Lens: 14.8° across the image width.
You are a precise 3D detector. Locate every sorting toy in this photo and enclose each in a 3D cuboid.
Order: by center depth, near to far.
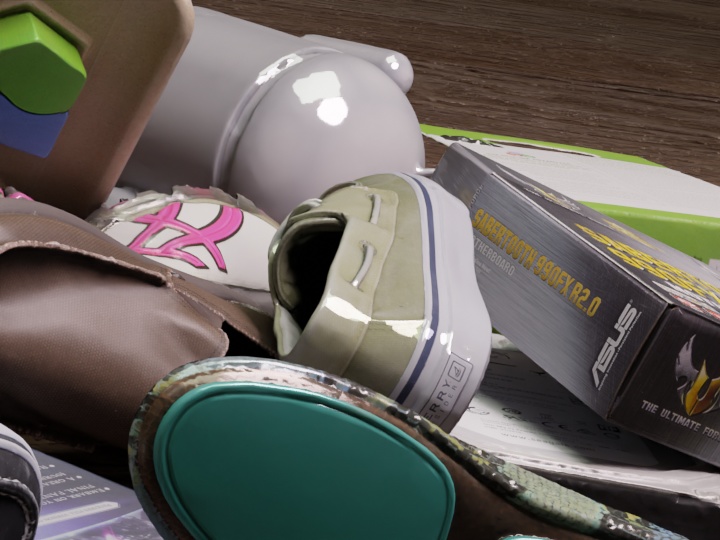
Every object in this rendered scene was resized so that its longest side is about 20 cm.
[{"bbox_3d":[-0.180,-0.047,1.015,0.199,0.185,0.037,8,44,-28],"label":"sorting toy"}]

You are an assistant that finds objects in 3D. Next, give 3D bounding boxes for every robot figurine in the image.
[{"bbox_3d":[-0.051,-0.056,1.299,0.200,0.113,0.170,20,53,39],"label":"robot figurine"}]

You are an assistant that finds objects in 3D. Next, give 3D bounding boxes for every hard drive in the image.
[{"bbox_3d":[0.052,0.060,1.028,0.139,0.038,0.200,10,11,-8],"label":"hard drive"}]

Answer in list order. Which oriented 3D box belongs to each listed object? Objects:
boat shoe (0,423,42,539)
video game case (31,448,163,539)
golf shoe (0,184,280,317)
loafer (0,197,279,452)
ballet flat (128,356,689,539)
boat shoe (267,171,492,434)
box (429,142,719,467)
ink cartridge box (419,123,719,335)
[{"bbox_3d":[-0.123,0.083,0.649,0.068,0.072,0.200,17,16,24],"label":"boat shoe"},{"bbox_3d":[-0.102,0.083,0.808,0.200,0.019,0.143,19,14,30],"label":"video game case"},{"bbox_3d":[-0.090,0.019,1.044,0.200,0.073,0.092,-2,43,-46],"label":"golf shoe"},{"bbox_3d":[-0.077,0.026,0.928,0.071,0.073,0.200,27,10,39],"label":"loafer"},{"bbox_3d":[0.016,0.077,0.789,0.200,0.074,0.074,28,5,-22],"label":"ballet flat"},{"bbox_3d":[0.000,0.000,0.962,0.062,0.072,0.200,32,9,-15],"label":"boat shoe"},{"bbox_3d":[0.132,0.032,1.045,0.200,0.048,0.158,24,10,-34],"label":"box"},{"bbox_3d":[0.111,-0.012,1.345,0.147,0.076,0.200,6,11,-22],"label":"ink cartridge box"}]
